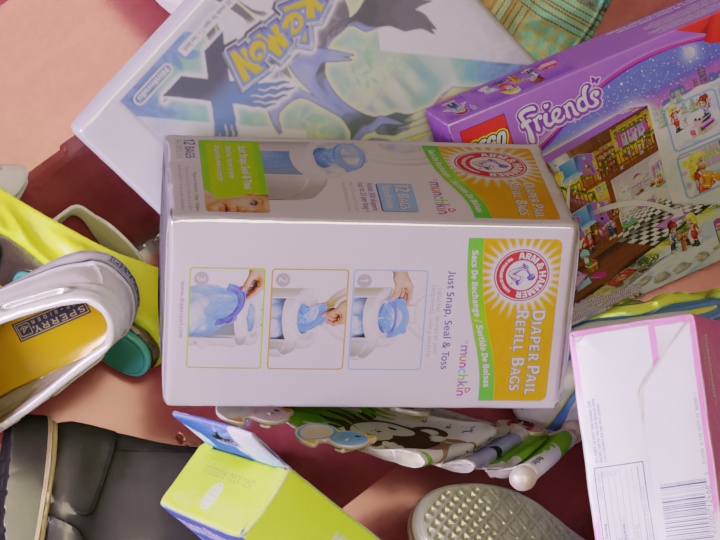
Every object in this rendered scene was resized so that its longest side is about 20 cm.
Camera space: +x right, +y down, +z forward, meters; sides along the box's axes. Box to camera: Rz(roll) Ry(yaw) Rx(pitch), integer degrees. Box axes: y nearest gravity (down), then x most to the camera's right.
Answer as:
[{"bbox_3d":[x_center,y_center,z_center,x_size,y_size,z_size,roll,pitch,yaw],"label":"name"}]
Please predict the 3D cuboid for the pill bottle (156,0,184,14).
[{"bbox_3d":[-0.044,-0.231,1.330,0.200,0.111,0.111,-42,89,-11],"label":"pill bottle"}]

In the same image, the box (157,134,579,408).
[{"bbox_3d":[0.000,0.000,1.239,0.199,0.113,0.102,1,114,-6],"label":"box"}]

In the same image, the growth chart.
[{"bbox_3d":[0.011,0.075,1.271,0.199,0.145,0.018,15,102,9],"label":"growth chart"}]

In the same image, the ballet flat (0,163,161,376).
[{"bbox_3d":[-0.180,-0.017,1.314,0.200,0.067,0.067,31,58,-5],"label":"ballet flat"}]

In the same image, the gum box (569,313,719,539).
[{"bbox_3d":[0.163,0.127,1.230,0.066,0.113,0.201,-9,82,22],"label":"gum box"}]

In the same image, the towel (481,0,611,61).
[{"bbox_3d":[0.042,-0.120,1.371,0.146,0.022,0.200,31,79,-3],"label":"towel"}]

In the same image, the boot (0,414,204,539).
[{"bbox_3d":[-0.123,0.180,1.286,0.138,0.077,0.201,6,85,-14],"label":"boot"}]

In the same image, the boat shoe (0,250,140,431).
[{"bbox_3d":[-0.204,0.058,1.261,0.200,0.070,0.071,-25,105,11],"label":"boat shoe"}]

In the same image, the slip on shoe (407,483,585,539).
[{"bbox_3d":[0.092,0.166,1.275,0.200,0.061,0.074,27,44,-40],"label":"slip on shoe"}]

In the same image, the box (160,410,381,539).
[{"bbox_3d":[-0.014,0.152,1.246,0.200,0.122,0.048,41,76,-20],"label":"box"}]

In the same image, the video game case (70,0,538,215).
[{"bbox_3d":[-0.022,-0.087,1.299,0.200,0.022,0.182,-48,115,-4],"label":"video game case"}]

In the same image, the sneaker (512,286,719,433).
[{"bbox_3d":[0.180,0.041,1.324,0.199,0.105,0.076,-14,84,-9],"label":"sneaker"}]

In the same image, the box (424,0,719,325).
[{"bbox_3d":[0.147,-0.059,1.336,0.199,0.039,0.137,-23,113,-12],"label":"box"}]
